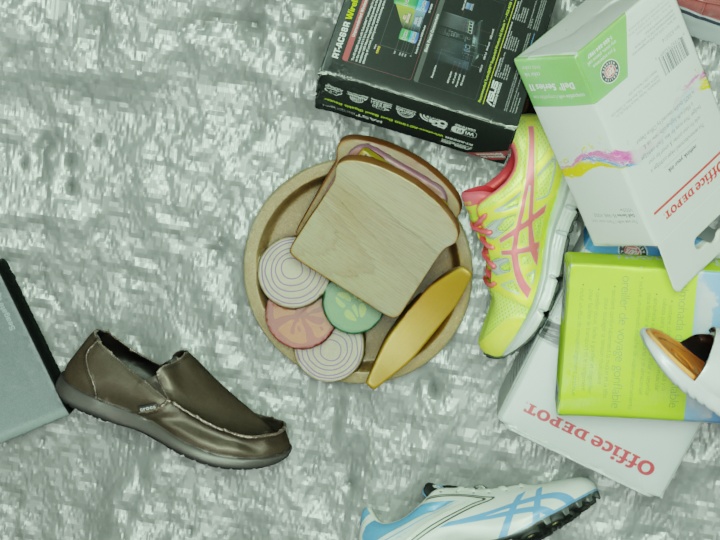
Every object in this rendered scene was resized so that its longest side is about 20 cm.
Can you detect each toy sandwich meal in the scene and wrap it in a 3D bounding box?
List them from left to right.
[{"bbox_3d":[0.000,0.000,1.627,0.205,0.070,0.205,1,103,6],"label":"toy sandwich meal"}]

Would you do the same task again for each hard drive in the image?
[{"bbox_3d":[-0.354,0.091,1.708,0.200,0.033,0.140,-23,99,11],"label":"hard drive"}]

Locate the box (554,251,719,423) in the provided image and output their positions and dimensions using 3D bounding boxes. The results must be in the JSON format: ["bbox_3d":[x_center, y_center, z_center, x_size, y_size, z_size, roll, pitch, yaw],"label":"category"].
[{"bbox_3d":[0.249,0.052,1.536,0.200,0.048,0.122,3,105,2],"label":"box"}]

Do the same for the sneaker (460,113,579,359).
[{"bbox_3d":[0.115,-0.031,1.588,0.090,0.078,0.200,14,98,-8],"label":"sneaker"}]

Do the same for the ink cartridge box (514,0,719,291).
[{"bbox_3d":[0.203,-0.096,1.497,0.067,0.117,0.200,2,125,50],"label":"ink cartridge box"}]

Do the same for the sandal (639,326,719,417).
[{"bbox_3d":[0.291,0.084,1.483,0.207,0.079,0.059,33,105,-16],"label":"sandal"}]

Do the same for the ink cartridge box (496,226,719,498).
[{"bbox_3d":[0.213,0.053,1.607,0.145,0.084,0.200,26,104,-2],"label":"ink cartridge box"}]

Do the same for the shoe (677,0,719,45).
[{"bbox_3d":[0.259,-0.222,1.549,0.200,0.071,0.091,19,103,-4],"label":"shoe"}]

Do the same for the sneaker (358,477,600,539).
[{"bbox_3d":[0.094,0.197,1.666,0.200,0.072,0.073,-16,74,3],"label":"sneaker"}]

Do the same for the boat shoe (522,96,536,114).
[{"bbox_3d":[0.100,-0.150,1.582,0.200,0.070,0.071,11,104,3],"label":"boat shoe"}]

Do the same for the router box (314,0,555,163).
[{"bbox_3d":[0.065,-0.193,1.526,0.150,0.062,0.200,18,67,2],"label":"router box"}]

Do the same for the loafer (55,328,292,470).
[{"bbox_3d":[-0.147,0.103,1.666,0.200,0.073,0.071,19,103,1],"label":"loafer"}]
